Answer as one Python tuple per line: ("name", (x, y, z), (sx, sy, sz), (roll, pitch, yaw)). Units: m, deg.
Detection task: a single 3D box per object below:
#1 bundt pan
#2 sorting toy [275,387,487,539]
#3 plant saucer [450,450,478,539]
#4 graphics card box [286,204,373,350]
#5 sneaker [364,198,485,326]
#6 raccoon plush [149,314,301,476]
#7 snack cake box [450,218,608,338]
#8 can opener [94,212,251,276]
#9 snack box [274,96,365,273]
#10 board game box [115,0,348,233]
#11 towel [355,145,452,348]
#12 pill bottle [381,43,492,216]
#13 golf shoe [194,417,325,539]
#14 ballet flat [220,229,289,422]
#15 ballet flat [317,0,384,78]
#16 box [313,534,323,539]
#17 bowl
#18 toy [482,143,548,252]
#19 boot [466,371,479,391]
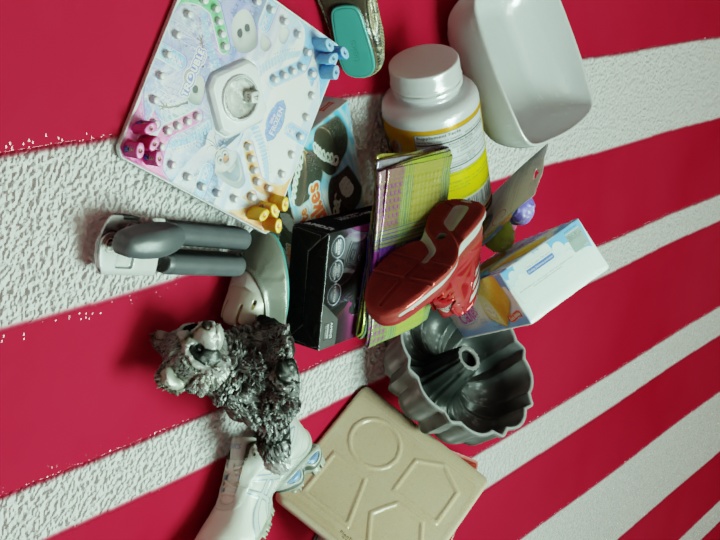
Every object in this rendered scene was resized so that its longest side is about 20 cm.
("bundt pan", (0.107, 0.120, 1.585), (0.201, 0.076, 0.203), (22, 49, -28))
("sorting toy", (0.025, 0.252, 1.516), (0.200, 0.185, 0.037), (-47, 171, -38))
("plant saucer", (0.068, 0.321, 1.721), (0.199, 0.037, 0.201), (30, 79, -57))
("graphics card box", (0.000, 0.000, 1.399), (0.200, 0.051, 0.126), (-15, 116, -53))
("sneaker", (0.078, 0.023, 1.372), (0.200, 0.078, 0.116), (-44, 136, -38))
("raccoon plush", (-0.129, 0.129, 1.260), (0.133, 0.097, 0.201), (-7, 115, -14))
("snack cake box", (0.178, 0.013, 1.495), (0.115, 0.200, 0.067), (-35, 93, -18))
("can opener", (-0.159, -0.017, 1.204), (0.200, 0.067, 0.054), (3, 102, -56))
("snack box", (-0.044, -0.065, 1.385), (0.116, 0.037, 0.201), (-43, 137, -38))
("board game box", (-0.110, -0.158, 1.222), (0.200, 0.026, 0.201), (28, 80, -45))
("towel", (0.046, -0.030, 1.391), (0.143, 0.023, 0.201), (-20, 120, -54))
("pill bottle", (0.084, -0.145, 1.477), (0.109, 0.109, 0.201), (-45, 137, -37))
("golf shoe", (-0.124, 0.221, 1.375), (0.200, 0.078, 0.098), (-51, 124, -41))
("ballet flat", (-0.109, 0.059, 1.316), (0.063, 0.067, 0.201), (-20, 119, -44))
("ballet flat", (-0.013, -0.285, 1.326), (0.201, 0.067, 0.076), (72, 23, -48))
("box", (-0.015, 0.376, 1.545), (0.201, 0.116, 0.060), (-63, 146, -15))
("bowl", (0.181, -0.247, 1.570), (0.200, 0.074, 0.201), (-31, 103, -48))
("toy", (0.155, -0.048, 1.547), (0.047, 0.200, 0.115), (40, 36, -14))
("boot", (0.150, 0.164, 1.749), (0.200, 0.069, 0.175), (-53, 144, -28))
